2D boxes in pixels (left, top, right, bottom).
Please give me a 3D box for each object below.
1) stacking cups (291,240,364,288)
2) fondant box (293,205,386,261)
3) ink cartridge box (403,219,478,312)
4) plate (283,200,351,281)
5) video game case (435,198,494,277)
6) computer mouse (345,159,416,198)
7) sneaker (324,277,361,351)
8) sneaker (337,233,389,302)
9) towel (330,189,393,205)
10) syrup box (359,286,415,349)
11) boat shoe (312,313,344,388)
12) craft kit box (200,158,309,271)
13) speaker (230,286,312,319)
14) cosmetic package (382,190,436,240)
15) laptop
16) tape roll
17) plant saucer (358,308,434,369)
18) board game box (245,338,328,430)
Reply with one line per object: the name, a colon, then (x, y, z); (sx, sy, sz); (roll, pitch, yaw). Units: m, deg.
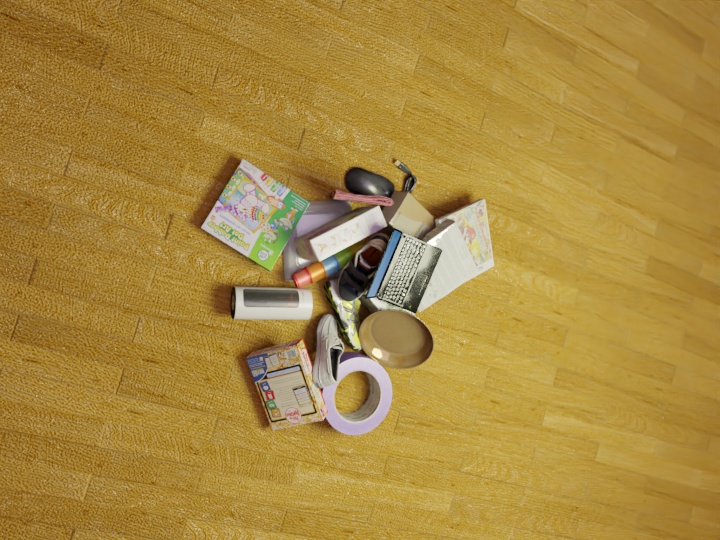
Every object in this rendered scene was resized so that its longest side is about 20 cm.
stacking cups: (-0.079, -0.015, 1.538); (0.198, 0.060, 0.061); (-27, 102, -19)
fondant box: (-0.051, -0.093, 1.500); (0.198, 0.144, 0.059); (-30, 103, -18)
ink cartridge box: (0.196, -0.012, 1.596); (0.198, 0.047, 0.162); (-33, 113, -8)
plate: (-0.106, -0.080, 1.574); (0.196, 0.032, 0.204); (-5, 94, -22)
video game case: (0.291, -0.073, 1.676); (0.180, 0.023, 0.204); (-25, 113, -31)
computer mouse: (0.066, -0.240, 1.625); (0.198, 0.046, 0.143); (27, 84, -20)
sneaker: (-0.028, 0.114, 1.593); (0.075, 0.075, 0.204); (-22, 102, -18)
sneaker: (0.000, 0.000, 1.493); (0.078, 0.080, 0.202); (32, 111, 0)
towel: (-0.002, -0.179, 1.503); (0.141, 0.200, 0.023); (7, 96, -6)
syrup box: (0.079, 0.108, 1.630); (0.079, 0.081, 0.201); (-42, 105, -18)
boat shoe: (-0.072, 0.200, 1.539); (0.074, 0.064, 0.203); (45, 40, -48)
craft kit box: (-0.256, -0.134, 1.489); (0.198, 0.048, 0.200); (31, 84, -9)
speaker: (-0.219, 0.082, 1.513); (0.196, 0.081, 0.083); (3, 92, -21)
cosmetic package: (0.147, -0.112, 1.632); (0.199, 0.071, 0.106); (38, 78, -30)
laptop: (0.109, 0.006, 1.483); (0.197, 0.103, 0.180); (22, 95, -24)
tape roll: (-0.021, 0.322, 1.601); (0.196, 0.085, 0.205); (-1, 93, -20)
plant saucer: (0.094, 0.169, 1.565); (0.200, 0.199, 0.036); (44, 34, -17)
board game box: (-0.183, 0.286, 1.512); (0.149, 0.046, 0.204); (-14, 100, 18)
